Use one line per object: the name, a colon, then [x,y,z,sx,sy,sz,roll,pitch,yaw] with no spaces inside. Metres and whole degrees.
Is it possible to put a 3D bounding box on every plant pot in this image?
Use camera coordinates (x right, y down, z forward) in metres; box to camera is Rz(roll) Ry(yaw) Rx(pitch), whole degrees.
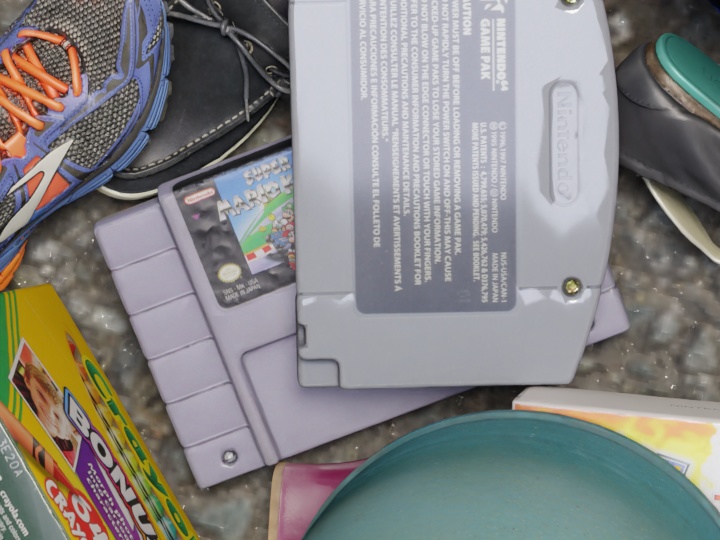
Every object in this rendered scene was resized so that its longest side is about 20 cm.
plant pot: [0.040,0.162,0.767,0.200,0.188,0.200,1,95,15]

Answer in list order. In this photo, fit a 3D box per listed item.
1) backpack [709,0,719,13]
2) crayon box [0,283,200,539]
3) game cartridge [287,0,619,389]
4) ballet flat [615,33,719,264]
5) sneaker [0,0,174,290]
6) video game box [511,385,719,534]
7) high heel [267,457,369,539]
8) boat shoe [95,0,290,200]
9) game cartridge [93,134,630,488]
backpack: [0.154,-0.186,0.842,0.162,0.168,0.200,-43,84,-4]
crayon box: [-0.117,0.106,0.865,0.058,0.173,0.200,-30,90,7]
game cartridge: [0.037,-0.052,0.872,0.133,0.042,0.200,-2,101,-4]
ballet flat: [0.183,-0.020,0.900,0.200,0.073,0.073,34,93,-4]
sneaker: [-0.150,-0.049,0.886,0.075,0.078,0.200,44,108,17]
video game box: [0.155,0.146,0.857,0.200,0.047,0.183,4,95,14]
high heel: [0.011,0.176,0.913,0.096,0.067,0.200,-1,79,13]
boat shoe: [-0.046,-0.106,0.911,0.200,0.062,0.075,-39,90,6]
game cartridge: [0.000,0.000,0.915,0.200,0.038,0.130,-21,104,4]
